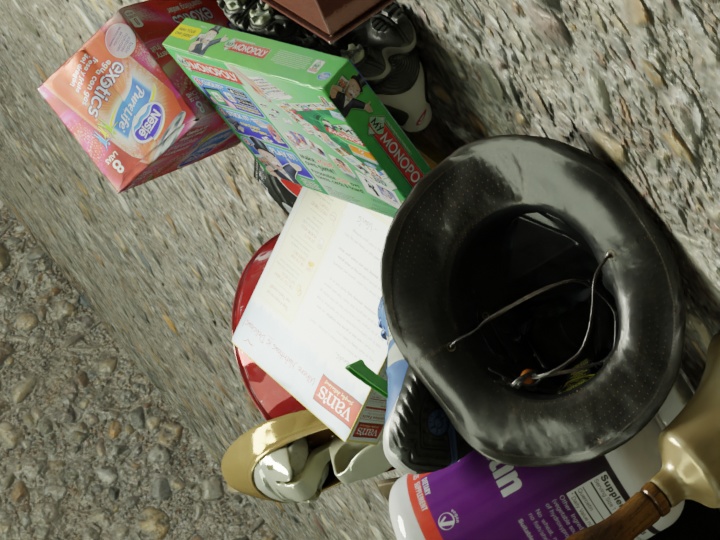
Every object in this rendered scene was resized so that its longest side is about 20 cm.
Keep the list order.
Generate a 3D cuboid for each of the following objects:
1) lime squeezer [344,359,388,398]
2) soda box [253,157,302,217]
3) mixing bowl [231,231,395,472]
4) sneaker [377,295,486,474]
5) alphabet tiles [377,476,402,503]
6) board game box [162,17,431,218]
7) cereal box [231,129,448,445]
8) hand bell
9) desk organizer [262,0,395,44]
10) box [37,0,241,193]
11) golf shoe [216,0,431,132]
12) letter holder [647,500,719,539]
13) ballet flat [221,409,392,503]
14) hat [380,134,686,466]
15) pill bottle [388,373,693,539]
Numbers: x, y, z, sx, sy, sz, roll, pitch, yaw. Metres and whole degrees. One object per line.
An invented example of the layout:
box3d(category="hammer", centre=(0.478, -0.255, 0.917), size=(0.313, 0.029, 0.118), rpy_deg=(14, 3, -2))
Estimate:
box3d(category="lime squeezer", centre=(0.064, 0.140, 1.597), size=(0.038, 0.070, 0.201), rpy_deg=(-26, 88, 51))
box3d(category="soda box", centre=(-0.036, -0.100, 1.791), size=(0.063, 0.071, 0.200), rpy_deg=(48, 166, 12))
box3d(category="mixing bowl", centre=(0.014, 0.040, 1.787), size=(0.201, 0.200, 0.108), rpy_deg=(53, 142, -1))
box3d(category="sneaker", centre=(0.049, 0.048, 1.529), size=(0.077, 0.201, 0.076), rpy_deg=(-18, 129, 40))
box3d(category="alphabet tiles", centre=(0.120, 0.175, 1.782), size=(0.199, 0.008, 0.168), rpy_deg=(-12, 128, 27))
box3d(category="board game box", centre=(-0.036, -0.099, 1.596), size=(0.199, 0.029, 0.135), rpy_deg=(22, 155, 52))
box3d(category="cereal box", centre=(0.000, 0.000, 1.670), size=(0.039, 0.201, 0.144), rpy_deg=(9, -158, -46))
box3d(category="hand bell", centre=(0.164, 0.136, 1.392), size=(0.104, 0.199, 0.104), rpy_deg=(50, 168, 15))
box3d(category="desk organizer", centre=(-0.051, -0.221, 1.522), size=(0.200, 0.072, 0.077), rpy_deg=(37, 158, 52))
box3d(category="box", centre=(-0.132, -0.138, 1.760), size=(0.100, 0.095, 0.200), rpy_deg=(52, -153, 4))
box3d(category="golf shoe", centre=(-0.027, -0.154, 1.609), size=(0.200, 0.077, 0.088), rpy_deg=(41, 168, 44))
box3d(category="letter holder", centre=(0.159, 0.142, 1.671), size=(0.201, 0.100, 0.142), rpy_deg=(59, 169, -23))
box3d(category="ballet flat", centre=(-0.025, 0.130, 1.719), size=(0.069, 0.199, 0.063), rpy_deg=(46, -146, -28))
box3d(category="hat", centre=(0.115, 0.014, 1.447), size=(0.201, 0.201, 0.081), rpy_deg=(50, -155, 13))
box3d(category="pill bottle", centre=(0.124, 0.136, 1.511), size=(0.113, 0.199, 0.113), rpy_deg=(54, -168, -17))
